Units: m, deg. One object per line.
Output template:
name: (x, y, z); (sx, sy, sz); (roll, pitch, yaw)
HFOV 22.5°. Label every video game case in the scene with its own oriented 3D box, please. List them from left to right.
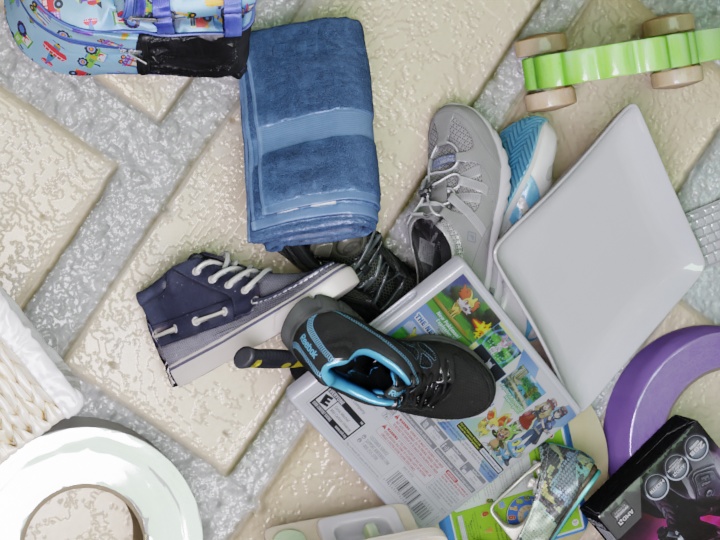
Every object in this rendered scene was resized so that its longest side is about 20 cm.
video game case: (0.064, 0.109, 1.514); (0.182, 0.022, 0.200); (-38, 122, 4)

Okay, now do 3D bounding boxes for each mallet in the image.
mallet: (-0.047, 0.066, 1.477); (0.066, 0.200, 0.041); (-40, 74, 7)

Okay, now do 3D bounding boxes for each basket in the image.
basket: (-0.337, 0.063, 1.399); (0.161, 0.198, 0.200); (-38, 101, -8)

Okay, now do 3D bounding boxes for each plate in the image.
plate: (0.204, -0.011, 1.573); (0.200, 0.032, 0.200); (-46, 126, -22)

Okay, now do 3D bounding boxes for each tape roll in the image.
tape roll: (-0.231, 0.224, 1.498); (0.201, 0.071, 0.204); (0, 92, -15)
tape roll: (0.324, 0.152, 1.643); (0.199, 0.066, 0.201); (0, 92, -15)

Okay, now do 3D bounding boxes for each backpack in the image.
backpack: (-0.188, -0.248, 1.448); (0.199, 0.135, 0.184); (-1, 74, -7)

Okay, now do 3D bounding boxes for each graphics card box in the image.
graphics card box: (0.300, 0.240, 1.582); (0.125, 0.051, 0.200); (-41, 101, -9)

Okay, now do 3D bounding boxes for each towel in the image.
towel: (-0.043, -0.116, 1.483); (0.111, 0.049, 0.201); (-10, 62, 10)

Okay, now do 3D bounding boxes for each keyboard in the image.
keyboard: (0.322, -0.033, 1.662); (0.199, 0.011, 0.057); (-22, 98, -13)

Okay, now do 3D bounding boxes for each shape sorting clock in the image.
shape sorting clock: (0.125, 0.179, 1.604); (0.199, 0.039, 0.201); (-2, 103, -11)

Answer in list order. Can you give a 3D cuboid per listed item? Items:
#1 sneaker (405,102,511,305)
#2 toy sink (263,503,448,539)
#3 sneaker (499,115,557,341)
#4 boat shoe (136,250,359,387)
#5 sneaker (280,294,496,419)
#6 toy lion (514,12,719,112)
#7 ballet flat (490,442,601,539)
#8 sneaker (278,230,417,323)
sneaker: (0.078, -0.054, 1.534); (0.082, 0.075, 0.201); (15, 63, -40)
toy sink: (-0.006, 0.271, 1.503); (0.130, 0.112, 0.201); (-10, 124, -14)
sneaker: (0.140, -0.035, 1.589); (0.080, 0.076, 0.201); (13, 90, -30)
boat shoe: (-0.099, 0.017, 1.477); (0.200, 0.075, 0.093); (-29, 89, 28)
sneaker: (0.029, 0.087, 1.426); (0.199, 0.082, 0.073); (19, 112, -31)
toy lion: (0.228, -0.180, 1.538); (0.199, 0.192, 0.069); (-11, 95, -14)
ballet flat: (0.133, 0.237, 1.572); (0.074, 0.074, 0.201); (29, 93, -14)
sneaker: (0.000, 0.000, 1.528); (0.199, 0.114, 0.076); (43, 84, -14)
